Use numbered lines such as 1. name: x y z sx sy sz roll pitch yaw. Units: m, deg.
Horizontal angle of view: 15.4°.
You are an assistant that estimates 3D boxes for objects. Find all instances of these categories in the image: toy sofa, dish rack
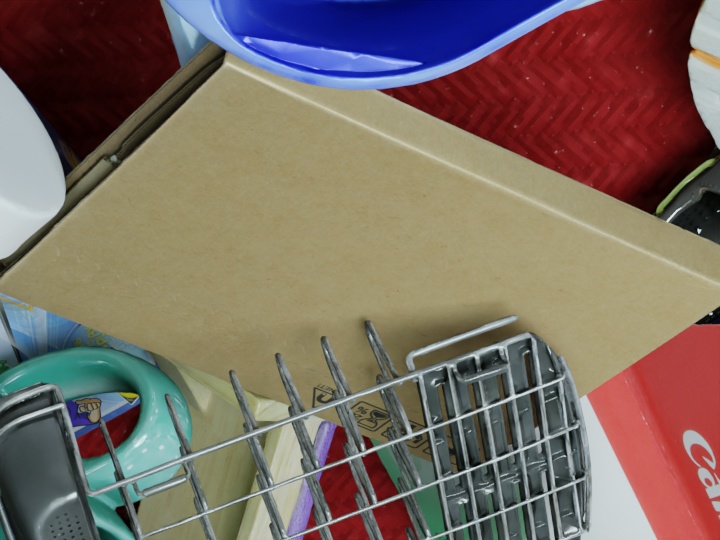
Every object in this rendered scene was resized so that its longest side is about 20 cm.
1. toy sofa: -0.050 0.118 1.038 0.097 0.083 0.200 1 112 -42
2. dish rack: -0.019 0.083 0.919 0.200 0.055 0.154 -19 136 -8

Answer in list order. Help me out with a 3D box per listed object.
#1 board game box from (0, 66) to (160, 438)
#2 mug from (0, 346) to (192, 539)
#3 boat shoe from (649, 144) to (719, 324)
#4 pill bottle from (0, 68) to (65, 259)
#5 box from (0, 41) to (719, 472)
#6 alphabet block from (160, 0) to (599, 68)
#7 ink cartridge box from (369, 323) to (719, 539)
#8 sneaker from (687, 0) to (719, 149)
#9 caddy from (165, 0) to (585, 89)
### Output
1. board game box: -0.158 0.001 0.998 0.135 0.035 0.200 -29 137 9
2. mug: -0.155 0.109 0.991 0.185 0.114 0.152 -23 135 -24
3. boat shoe: 0.152 -0.016 1.030 0.072 0.061 0.201 44 102 -12
4. pill bottle: -0.197 0.007 0.880 0.200 0.113 0.113 -37 104 18
5. box: 0.000 0.000 0.895 0.200 0.021 0.163 23 143 -24
6. alphabet block: 0.013 -0.188 0.904 0.196 0.200 0.196 -14 106 4
7. ink cartridge box: 0.092 0.098 1.003 0.050 0.200 0.161 -35 107 -26
8. sneaker: 0.174 -0.122 0.949 0.078 0.077 0.200 22 121 19
9. caddy: 0.026 -0.137 0.730 0.200 0.105 0.142 -28 106 8
